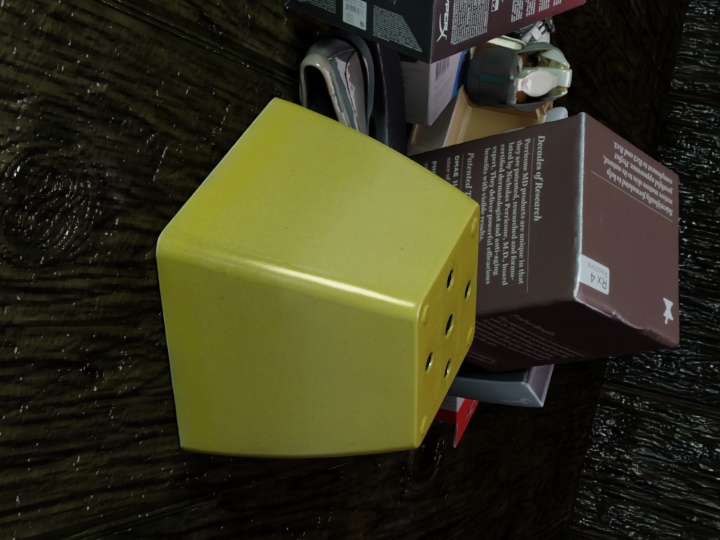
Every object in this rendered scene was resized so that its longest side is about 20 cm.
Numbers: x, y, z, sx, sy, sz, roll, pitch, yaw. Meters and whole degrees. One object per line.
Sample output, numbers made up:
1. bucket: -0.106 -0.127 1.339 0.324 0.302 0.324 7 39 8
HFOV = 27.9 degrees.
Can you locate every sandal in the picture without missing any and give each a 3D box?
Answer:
1. sandal: 0.005 -0.158 1.206 0.075 0.048 0.201 -38 122 -68

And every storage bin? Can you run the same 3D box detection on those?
1. storage bin: 0.112 -0.118 1.492 0.199 0.094 0.200 53 53 -68

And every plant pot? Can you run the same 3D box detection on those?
1. plant pot: -0.016 0.020 1.056 0.200 0.176 0.200 -58 155 -47

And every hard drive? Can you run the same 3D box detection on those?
1. hard drive: 0.099 0.054 1.416 0.042 0.200 0.135 34 70 -55

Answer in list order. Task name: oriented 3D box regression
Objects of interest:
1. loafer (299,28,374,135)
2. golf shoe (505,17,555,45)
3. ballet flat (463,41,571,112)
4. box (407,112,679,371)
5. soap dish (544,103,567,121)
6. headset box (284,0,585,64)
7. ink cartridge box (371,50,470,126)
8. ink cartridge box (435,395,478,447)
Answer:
1. loafer: -0.023 -0.087 1.146 0.063 0.072 0.200 -43 133 -54
2. golf shoe: 0.164 -0.261 1.456 0.078 0.095 0.200 -37 -176 9
3. ballet flat: 0.167 -0.181 1.381 0.200 0.064 0.068 -17 113 -57
4. box: 0.152 -0.017 1.266 0.166 0.200 0.165 24 63 -45
5. soap dish: 0.199 -0.102 1.795 0.200 0.081 0.158 82 27 -49
6. headset box: 0.065 -0.231 1.068 0.200 0.149 0.077 -27 132 -37
7. ink cartridge box: 0.053 -0.243 1.259 0.116 0.068 0.200 -54 152 -51
8. ink cartridge box: 0.100 0.089 1.644 0.116 0.067 0.200 -56 153 -48
